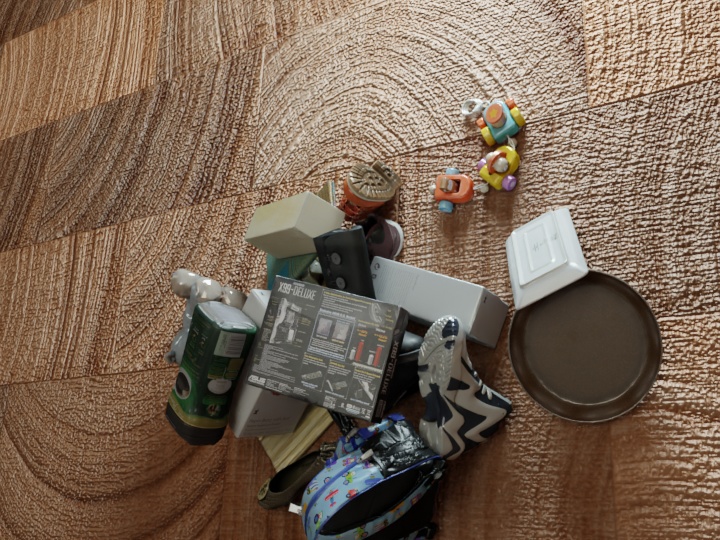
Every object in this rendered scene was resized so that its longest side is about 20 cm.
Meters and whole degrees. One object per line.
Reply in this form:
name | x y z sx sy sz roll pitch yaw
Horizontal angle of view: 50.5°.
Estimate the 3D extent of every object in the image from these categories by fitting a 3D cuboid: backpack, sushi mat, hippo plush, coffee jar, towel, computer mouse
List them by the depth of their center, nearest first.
backpack | 0.002 0.310 1.033 0.198 0.184 0.135 -21 45 -26
coffee jar | -0.228 0.157 1.154 0.104 0.084 0.203 34 109 49
computer mouse | 0.039 0.205 1.165 0.199 0.046 0.142 -34 63 15
sushi mat | -0.089 0.235 1.261 0.200 0.012 0.096 -48 54 9
towel | -0.101 -0.044 1.308 0.200 0.022 0.148 -47 31 28
hippo plush | -0.294 0.095 1.355 0.198 0.159 0.163 16 81 35

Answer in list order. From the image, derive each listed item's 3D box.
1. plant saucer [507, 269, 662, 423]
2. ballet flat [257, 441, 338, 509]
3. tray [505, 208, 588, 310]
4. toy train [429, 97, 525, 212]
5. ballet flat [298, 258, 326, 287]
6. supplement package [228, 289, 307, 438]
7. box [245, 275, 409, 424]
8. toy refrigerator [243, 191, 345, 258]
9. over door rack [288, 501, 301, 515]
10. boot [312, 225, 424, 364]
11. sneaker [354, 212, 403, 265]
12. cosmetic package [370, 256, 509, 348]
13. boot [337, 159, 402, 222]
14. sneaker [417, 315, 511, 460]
plant saucer | 0.297 0.099 1.017 0.197 0.032 0.204 1 93 23
ballet flat | -0.097 0.315 1.188 0.199 0.046 0.068 -33 31 30
tray | 0.250 -0.026 1.060 0.107 0.022 0.201 -29 22 20
toy train | 0.182 -0.193 1.216 0.149 0.055 0.203 8 78 34
ballet flat | -0.074 0.035 1.292 0.070 0.070 0.202 -31 58 20
supplement package | -0.139 0.147 1.213 0.120 0.120 0.202 44 116 38
box | -0.047 0.107 1.054 0.197 0.050 0.160 12 81 22
toy refrigerator | -0.110 -0.073 1.246 0.199 0.075 0.071 -7 59 60
over door rack | -0.057 0.445 1.130 0.198 0.066 0.150 9 77 35
boot | 0.014 0.033 1.110 0.163 0.065 0.203 -7 93 39
sneaker | 0.000 0.000 1.224 0.075 0.115 0.203 7 77 30
cosmetic package | 0.110 0.047 1.148 0.198 0.101 0.072 16 82 37
boot | 0.002 -0.116 1.235 0.075 0.200 0.107 46 107 4
sneaker | 0.152 0.158 1.057 0.079 0.128 0.203 6 98 58
